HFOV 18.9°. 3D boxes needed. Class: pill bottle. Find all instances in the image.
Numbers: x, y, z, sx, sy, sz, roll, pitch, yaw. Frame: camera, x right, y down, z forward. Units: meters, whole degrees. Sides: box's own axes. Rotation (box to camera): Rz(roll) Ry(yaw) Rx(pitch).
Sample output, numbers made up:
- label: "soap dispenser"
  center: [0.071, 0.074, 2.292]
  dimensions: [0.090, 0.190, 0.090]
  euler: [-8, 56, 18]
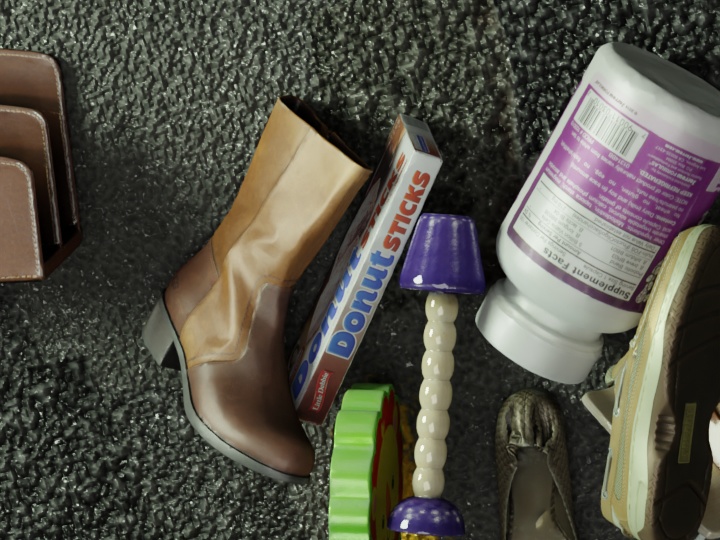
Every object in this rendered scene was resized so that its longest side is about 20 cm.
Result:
- label: "pill bottle"
  center: [0.154, -0.033, 1.370]
  dimensions: [0.112, 0.112, 0.201]
  euler: [28, 109, -1]

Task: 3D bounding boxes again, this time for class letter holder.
- label: "letter holder"
  center: [-0.299, -0.069, 1.431]
  dimensions: [0.198, 0.101, 0.144]
  euler: [-2, 105, 9]

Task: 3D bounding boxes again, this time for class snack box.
- label: "snack box"
  center: [0.000, 0.000, 1.422]
  dimensions: [0.024, 0.072, 0.201]
  euler: [19, 109, -16]

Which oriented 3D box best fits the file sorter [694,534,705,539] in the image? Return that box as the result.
- label: "file sorter"
  center: [0.291, 0.260, 1.403]
  dimensions: [0.200, 0.139, 0.125]
  euler: [44, 73, -6]

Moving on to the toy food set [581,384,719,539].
- label: "toy food set"
  center: [0.236, 0.047, 1.367]
  dimensions: [0.060, 0.144, 0.201]
  euler: [12, 117, -43]

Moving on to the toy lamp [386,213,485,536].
- label: "toy lamp"
  center: [0.048, 0.065, 1.372]
  dimensions: [0.058, 0.058, 0.202]
  euler: [4, 88, 7]

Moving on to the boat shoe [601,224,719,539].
- label: "boat shoe"
  center: [0.183, 0.067, 1.340]
  dimensions: [0.071, 0.076, 0.202]
  euler: [10, 95, -39]

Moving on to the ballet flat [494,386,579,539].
- label: "ballet flat"
  center: [0.124, 0.178, 1.473]
  dimensions: [0.067, 0.046, 0.202]
  euler: [-3, 106, 10]

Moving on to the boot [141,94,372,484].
- label: "boot"
  center: [-0.043, 0.014, 1.399]
  dimensions: [0.068, 0.189, 0.201]
  euler: [19, 114, -39]

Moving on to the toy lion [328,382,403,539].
- label: "toy lion"
  center: [0.002, 0.183, 1.419]
  dimensions: [0.068, 0.201, 0.193]
  euler: [2, 126, 9]
